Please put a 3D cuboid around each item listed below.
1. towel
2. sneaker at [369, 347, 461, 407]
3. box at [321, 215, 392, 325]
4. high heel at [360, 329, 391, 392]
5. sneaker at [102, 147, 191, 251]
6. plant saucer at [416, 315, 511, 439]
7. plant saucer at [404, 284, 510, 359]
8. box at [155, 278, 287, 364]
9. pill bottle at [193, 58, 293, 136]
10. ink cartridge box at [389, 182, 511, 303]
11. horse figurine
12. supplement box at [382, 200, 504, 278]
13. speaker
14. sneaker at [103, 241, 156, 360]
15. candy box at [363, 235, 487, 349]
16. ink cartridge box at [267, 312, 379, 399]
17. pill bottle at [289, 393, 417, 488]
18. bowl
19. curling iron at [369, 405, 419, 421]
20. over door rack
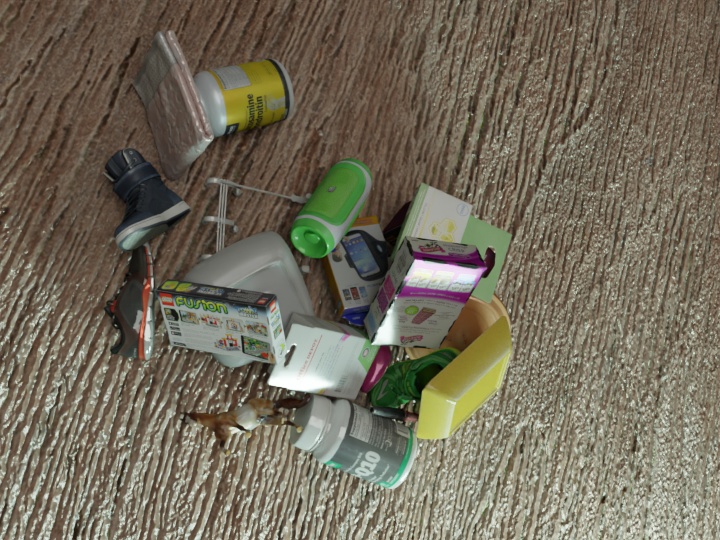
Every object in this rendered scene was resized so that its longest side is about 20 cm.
[{"bbox_3d":[-0.311,-0.264,1.286,0.032,0.200,0.191,-20,89,-30],"label":"towel"},{"bbox_3d":[0.090,0.194,1.386,0.074,0.200,0.084,58,27,0],"label":"sneaker"},{"bbox_3d":[0.000,0.000,1.413,0.119,0.041,0.200,-10,63,-21],"label":"box"},{"bbox_3d":[0.014,0.114,1.417,0.096,0.067,0.200,32,67,-24],"label":"high heel"},{"bbox_3d":[-0.370,-0.117,1.263,0.077,0.202,0.146,-37,97,18],"label":"sneaker"},{"bbox_3d":[0.184,0.196,1.338,0.200,0.200,0.048,-38,64,-23],"label":"plant saucer"},{"bbox_3d":[0.175,0.114,1.442,0.200,0.032,0.201,1,111,1],"label":"plant saucer"},{"bbox_3d":[-0.216,0.079,1.229,0.035,0.200,0.110,-52,143,-51],"label":"box"},{"bbox_3d":[-0.225,-0.294,1.363,0.200,0.112,0.112,-20,89,-27],"label":"pill bottle"},{"bbox_3d":[0.168,-0.047,1.388,0.200,0.048,0.146,23,73,-7],"label":"ink cartridge box"},{"bbox_3d":[-0.182,0.248,1.310,0.200,0.132,0.050,-15,108,-30],"label":"horse figurine"},{"bbox_3d":[0.152,-0.042,1.476,0.200,0.110,0.086,42,70,-10],"label":"supplement box"},{"bbox_3d":[-0.048,-0.112,1.393,0.088,0.088,0.200,39,48,-11],"label":"speaker"},{"bbox_3d":[-0.376,0.045,1.284,0.082,0.077,0.200,1,78,-11],"label":"sneaker"},{"bbox_3d":[0.104,0.041,1.318,0.136,0.200,0.061,7,40,-24],"label":"candy box"},{"bbox_3d":[-0.075,0.142,1.326,0.200,0.067,0.117,18,99,-43],"label":"ink cartridge box"},{"bbox_3d":[-0.013,0.290,1.360,0.200,0.113,0.113,25,74,-15],"label":"pill bottle"},{"bbox_3d":[-0.176,0.055,1.317,0.200,0.075,0.200,-29,116,-19],"label":"bowl"},{"bbox_3d":[0.081,0.258,1.394,0.200,0.050,0.026,27,85,-46],"label":"curling iron"},{"bbox_3d":[-0.185,-0.072,1.383,0.200,0.067,0.148,7,80,-32],"label":"over door rack"}]
